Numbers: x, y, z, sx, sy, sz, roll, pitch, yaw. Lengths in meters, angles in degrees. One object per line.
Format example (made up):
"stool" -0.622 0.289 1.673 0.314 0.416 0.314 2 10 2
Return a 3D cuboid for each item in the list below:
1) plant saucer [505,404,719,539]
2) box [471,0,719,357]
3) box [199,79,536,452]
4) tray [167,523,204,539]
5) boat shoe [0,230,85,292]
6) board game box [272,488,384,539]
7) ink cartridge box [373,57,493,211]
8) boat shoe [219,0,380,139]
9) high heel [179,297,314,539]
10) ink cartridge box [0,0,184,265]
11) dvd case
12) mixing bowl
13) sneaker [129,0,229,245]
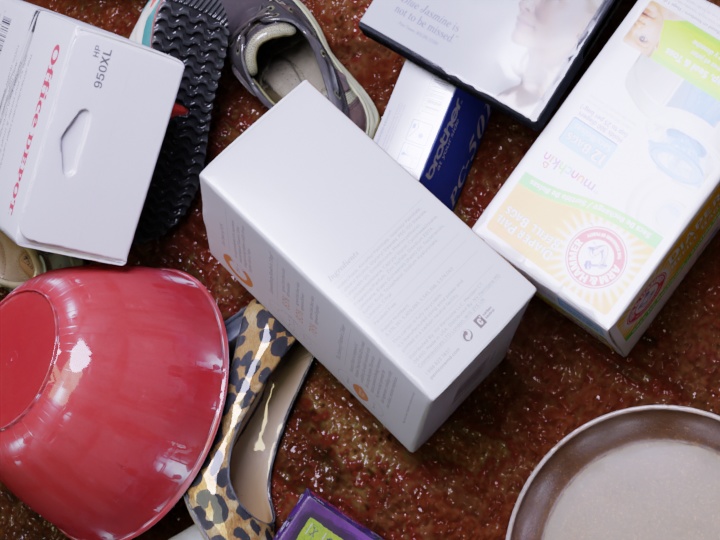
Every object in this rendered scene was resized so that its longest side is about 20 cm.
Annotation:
"plant saucer" 0.188 0.186 0.753 0.197 0.034 0.204 -4 77 18
"box" 0.178 -0.062 0.775 0.112 0.101 0.201 37 91 22
"box" 0.000 0.000 0.782 0.200 0.125 0.097 43 72 13
"tray" -0.175 0.255 0.838 0.198 0.022 0.108 -31 31 12
"boat shoe" -0.300 -0.033 0.946 0.198 0.063 0.074 24 87 22
"board game box" -0.041 0.258 0.787 0.119 0.032 0.201 34 89 -4
"ink cartridge box" 0.070 -0.146 0.834 0.044 0.094 0.203 21 85 21
"boat shoe" -0.060 -0.162 0.895 0.073 0.065 0.200 -46 67 7
"high heel" -0.054 0.115 0.830 0.141 0.071 0.202 -28 68 9
"ink cartridge box" -0.215 -0.104 0.861 0.199 0.083 0.147 29 104 54
"dvd case" 0.107 -0.206 0.775 0.142 0.018 0.202 32 88 22
"mixing bowl" -0.197 0.075 0.829 0.198 0.108 0.203 -19 58 33
"sneaker" -0.153 -0.120 0.921 0.093 0.069 0.203 -131 55 -62
